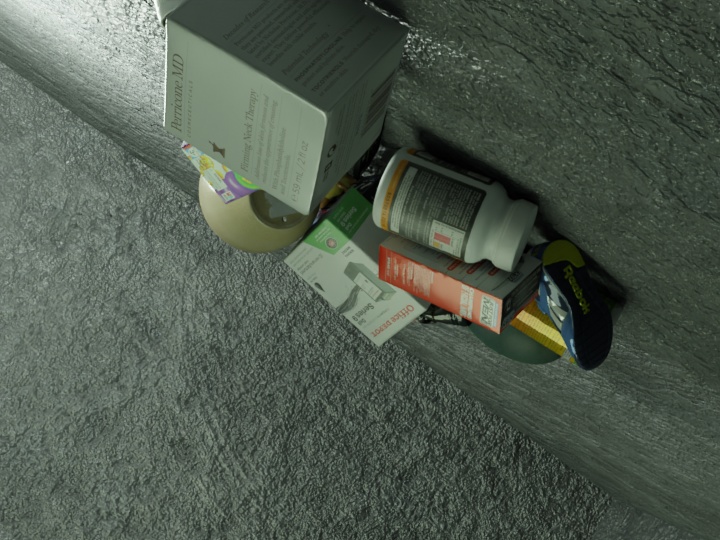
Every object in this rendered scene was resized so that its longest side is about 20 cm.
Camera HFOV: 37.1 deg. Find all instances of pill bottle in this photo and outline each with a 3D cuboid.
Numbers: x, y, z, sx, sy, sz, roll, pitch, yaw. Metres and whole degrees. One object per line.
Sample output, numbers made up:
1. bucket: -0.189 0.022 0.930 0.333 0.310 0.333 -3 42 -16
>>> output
1. pill bottle: 0.280 0.050 1.608 0.199 0.112 0.111 32 172 12
2. pill bottle: 0.125 -0.078 1.419 0.199 0.117 0.116 23 170 13

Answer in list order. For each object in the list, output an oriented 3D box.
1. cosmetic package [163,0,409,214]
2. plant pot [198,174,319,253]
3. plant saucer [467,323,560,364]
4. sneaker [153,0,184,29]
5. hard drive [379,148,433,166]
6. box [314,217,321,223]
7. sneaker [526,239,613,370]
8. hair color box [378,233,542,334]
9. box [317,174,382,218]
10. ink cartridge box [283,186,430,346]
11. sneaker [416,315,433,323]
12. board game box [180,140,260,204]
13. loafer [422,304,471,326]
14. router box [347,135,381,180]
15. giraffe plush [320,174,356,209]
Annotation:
1. cosmetic package: -0.084 -0.205 1.157 0.199 0.167 0.168 31 144 12
2. plant pot: -0.129 -0.111 1.551 0.187 0.188 0.200 35 176 -16
3. plant saucer: 0.250 0.059 1.701 0.200 0.201 0.039 32 131 8
4. sneaker: -0.224 -0.351 1.459 0.085 0.072 0.200 65 -172 15
5. hard drive: 0.132 -0.107 1.572 0.200 0.026 0.132 38 171 -26
6. box: 0.000 0.000 1.692 0.120 0.032 0.201 -9 122 39
7. sneaker: 0.292 0.046 1.512 0.082 0.074 0.201 10 126 64
8. hair color box: 0.135 -0.001 1.473 0.199 0.111 0.064 24 132 29
9. box: 0.032 -0.043 1.767 0.200 0.115 0.132 51 162 -16
10. ink cartridge box: 0.008 -0.003 1.594 0.200 0.084 0.146 42 140 -6
11. sneaker: 0.121 0.068 2.481 0.098 0.071 0.200 26 171 44
12. board game box: -0.112 -0.184 1.376 0.199 0.105 0.103 -20 124 28
13. loafer: 0.148 0.008 1.659 0.072 0.200 0.073 -1 123 20
14. router box: -0.046 -0.211 1.520 0.149 0.062 0.200 34 172 3
15. giraffe plush: -0.092 -0.168 1.756 0.161 0.174 0.200 25 140 -17
